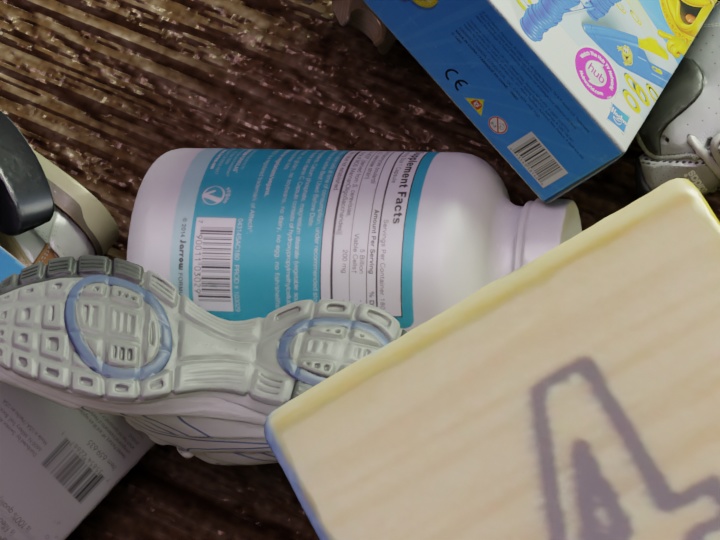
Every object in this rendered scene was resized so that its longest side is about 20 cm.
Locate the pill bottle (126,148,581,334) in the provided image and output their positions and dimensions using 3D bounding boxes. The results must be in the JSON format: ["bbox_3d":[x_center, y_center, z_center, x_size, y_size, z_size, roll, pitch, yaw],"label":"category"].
[{"bbox_3d":[0.000,0.000,1.201,0.199,0.111,0.111,2,66,14],"label":"pill bottle"}]

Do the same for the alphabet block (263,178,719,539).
[{"bbox_3d":[0.101,0.116,1.069,0.199,0.195,0.197,-29,70,-2],"label":"alphabet block"}]

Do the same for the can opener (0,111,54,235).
[{"bbox_3d":[-0.231,-0.079,1.253,0.200,0.078,0.064,48,120,22],"label":"can opener"}]

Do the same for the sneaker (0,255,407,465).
[{"bbox_3d":[-0.076,0.052,1.140,0.199,0.087,0.075,12,53,-3],"label":"sneaker"}]

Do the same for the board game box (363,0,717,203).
[{"bbox_3d":[0.073,-0.167,1.185,0.200,0.056,0.196,47,45,-12],"label":"board game box"}]

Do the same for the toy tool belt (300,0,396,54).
[{"bbox_3d":[0.024,-0.167,1.271,0.123,0.200,0.125,-32,31,43],"label":"toy tool belt"}]

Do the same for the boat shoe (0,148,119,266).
[{"bbox_3d":[-0.217,-0.048,1.297,0.199,0.075,0.068,31,70,23],"label":"boat shoe"}]

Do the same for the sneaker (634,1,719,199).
[{"bbox_3d":[0.191,-0.041,1.202,0.115,0.075,0.201,-30,52,4],"label":"sneaker"}]

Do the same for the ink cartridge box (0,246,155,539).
[{"bbox_3d":[-0.198,0.098,1.193,0.200,0.116,0.067,-46,39,-10],"label":"ink cartridge box"}]
